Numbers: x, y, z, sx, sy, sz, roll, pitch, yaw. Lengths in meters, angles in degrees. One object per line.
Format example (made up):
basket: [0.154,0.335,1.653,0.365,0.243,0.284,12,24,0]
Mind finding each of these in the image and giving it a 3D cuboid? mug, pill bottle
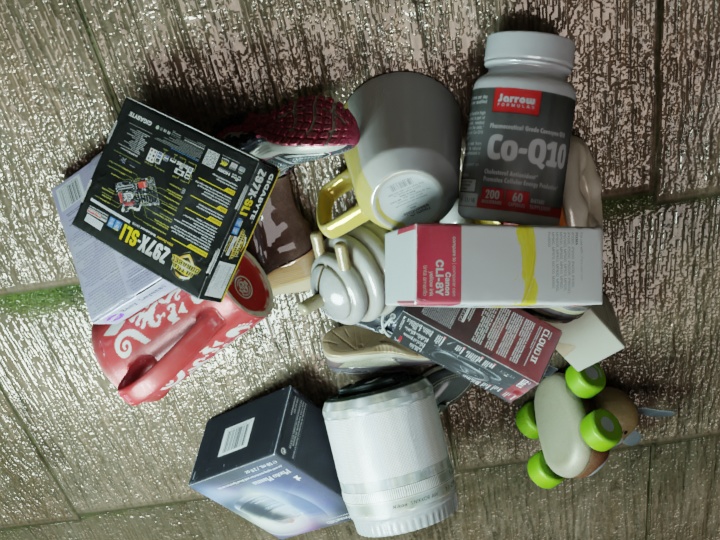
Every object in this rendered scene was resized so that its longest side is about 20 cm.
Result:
mug: [0.044,-0.110,1.048,0.149,0.154,0.187,14,128,-14]
pill bottle: [0.173,-0.151,0.991,0.113,0.114,0.201,6,94,-7]
mug: [-0.210,0.076,1.113,0.200,0.178,0.133,-33,142,22]

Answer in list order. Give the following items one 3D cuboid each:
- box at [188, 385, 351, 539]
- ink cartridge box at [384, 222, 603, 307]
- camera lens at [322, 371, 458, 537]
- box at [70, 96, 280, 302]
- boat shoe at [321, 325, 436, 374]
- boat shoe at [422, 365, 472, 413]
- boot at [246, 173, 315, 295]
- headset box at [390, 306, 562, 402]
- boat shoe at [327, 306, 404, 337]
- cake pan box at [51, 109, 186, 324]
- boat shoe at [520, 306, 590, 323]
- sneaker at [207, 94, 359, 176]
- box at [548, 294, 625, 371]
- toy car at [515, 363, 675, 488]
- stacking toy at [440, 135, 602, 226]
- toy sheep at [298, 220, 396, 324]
box: [-0.112,0.297,1.371,0.200,0.124,0.198,-27,127,37]
ink cartridge box: [0.136,-0.003,0.959,0.199,0.145,0.084,0,87,-10]
camera lens: [0.041,0.251,1.274,0.159,0.160,0.201,-14,88,9]
box: [-0.204,-0.080,0.991,0.199,0.049,0.160,26,96,25]
boat shoe: [0.046,0.112,1.288,0.199,0.072,0.065,-5,141,-1]
boat shoe: [0.098,0.209,1.369,0.200,0.062,0.073,-37,122,25]
boot: [-0.157,-0.036,1.173,0.199,0.072,0.167,-13,117,11]
headset box: [0.146,0.084,1.120,0.199,0.077,0.149,27,164,5]
boat shoe: [0.048,0.060,1.241,0.199,0.068,0.072,4,129,-5]
cake pan box: [-0.263,-0.057,1.069,0.199,0.185,0.052,-31,160,20]
boat shoe: [0.177,0.016,1.094,0.199,0.075,0.073,25,142,9]
sneaker: [-0.085,-0.147,1.050,0.199,0.081,0.075,-1,142,33]
box: [0.263,0.036,1.214,0.078,0.095,0.200,-33,122,24]
toy car: [0.364,0.234,1.355,0.199,0.158,0.164,9,142,-24]
stacking toy: [0.188,-0.079,1.116,0.199,0.147,0.146,-7,132,26]
toy sheep: [0.000,0.000,1.143,0.199,0.138,0.138,-27,135,-27]
